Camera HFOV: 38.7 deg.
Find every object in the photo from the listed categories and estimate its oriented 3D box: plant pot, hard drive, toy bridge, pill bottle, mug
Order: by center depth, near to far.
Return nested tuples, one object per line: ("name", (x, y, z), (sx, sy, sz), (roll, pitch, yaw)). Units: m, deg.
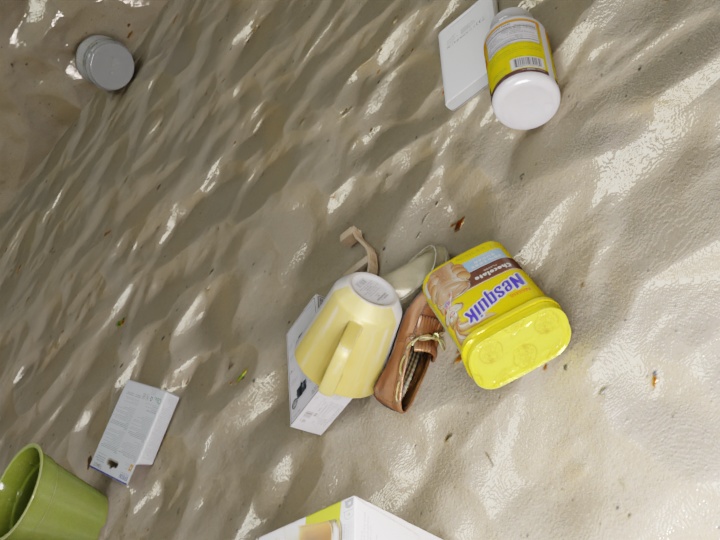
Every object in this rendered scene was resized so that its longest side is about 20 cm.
("mug", (-0.003, 0.100, 1.560), (0.155, 0.147, 0.188), (-64, 31, 30))
("pill bottle", (0.254, -0.329, 1.639), (0.109, 0.109, 0.202), (-34, 40, 32))
("toy bridge", (0.000, 0.000, 1.785), (0.067, 0.027, 0.202), (-36, 40, 30))
("hard drive", (0.200, -0.395, 1.841), (0.131, 0.026, 0.203), (-35, 40, 33))
("plant pot", (-0.620, 0.479, 2.075), (0.199, 0.189, 0.203), (-32, 41, 34))

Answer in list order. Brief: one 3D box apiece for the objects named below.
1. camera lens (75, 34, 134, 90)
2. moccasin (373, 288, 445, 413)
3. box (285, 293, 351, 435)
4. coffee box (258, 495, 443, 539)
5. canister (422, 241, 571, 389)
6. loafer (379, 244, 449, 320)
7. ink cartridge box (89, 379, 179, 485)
("camera lens", (-0.826, -0.672, 3.311), (0.161, 0.159, 0.199), (-58, 33, 0))
("moccasin", (0.089, 0.115, 1.534), (0.077, 0.073, 0.204), (19, 76, 47))
("box", (-0.070, 0.154, 1.702), (0.117, 0.059, 0.202), (-53, 30, 35))
("coffee box", (-0.008, 0.435, 1.283), (0.196, 0.199, 0.202), (-30, 41, 36))
("canister", (0.181, 0.055, 1.416), (0.147, 0.087, 0.201), (-27, 33, -2))
("loafer", (0.062, 0.031, 1.639), (0.200, 0.068, 0.076), (-46, 35, 19))
("ink cartridge box", (-0.470, 0.337, 2.128), (0.195, 0.043, 0.203), (5, 70, 53))
